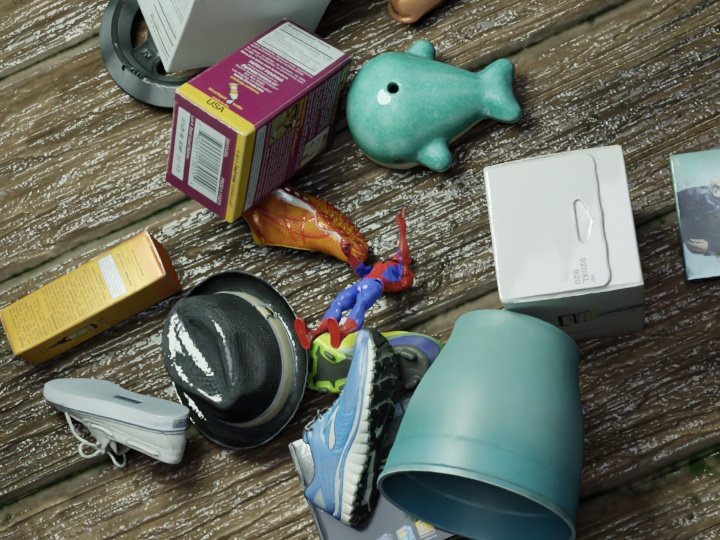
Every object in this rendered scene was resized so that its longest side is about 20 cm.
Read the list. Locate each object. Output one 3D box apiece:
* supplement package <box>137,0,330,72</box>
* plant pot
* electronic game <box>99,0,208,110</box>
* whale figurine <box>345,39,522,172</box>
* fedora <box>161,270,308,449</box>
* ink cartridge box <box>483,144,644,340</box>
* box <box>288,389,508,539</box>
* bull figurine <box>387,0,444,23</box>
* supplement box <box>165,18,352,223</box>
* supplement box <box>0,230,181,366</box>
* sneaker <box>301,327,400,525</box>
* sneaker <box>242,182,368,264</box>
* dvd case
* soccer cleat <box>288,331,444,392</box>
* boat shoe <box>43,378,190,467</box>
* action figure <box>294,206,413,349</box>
[{"bbox_3d":[-0.137,-0.352,1.606,0.189,0.200,0.149,-14,68,-29],"label":"supplement package"},{"bbox_3d":[0.134,0.150,1.415,0.197,0.201,0.190,10,65,14],"label":"plant pot"},{"bbox_3d":[-0.217,-0.287,1.721,0.197,0.042,0.203,-1,71,4],"label":"electronic game"},{"bbox_3d":[0.079,-0.192,1.603,0.197,0.104,0.161,-9,73,9],"label":"whale figurine"},{"bbox_3d":[-0.154,0.094,1.552,0.198,0.091,0.204,-5,81,30],"label":"fedora"},{"bbox_3d":[0.213,-0.020,1.478,0.142,0.200,0.149,-9,73,8],"label":"ink cartridge box"},{"bbox_3d":[0.041,0.226,1.525,0.198,0.049,0.163,-22,69,4],"label":"box"},{"bbox_3d":[0.106,-0.373,1.670,0.199,0.065,0.122,-34,67,-2],"label":"bull figurine"},{"bbox_3d":[-0.112,-0.169,1.574,0.103,0.132,0.200,32,46,18],"label":"supplement box"},{"bbox_3d":[-0.311,0.034,1.640,0.198,0.067,0.069,-30,71,1],"label":"supplement box"},{"bbox_3d":[-0.019,0.156,1.480,0.088,0.078,0.203,14,91,24],"label":"sneaker"},{"bbox_3d":[-0.077,-0.052,1.626,0.198,0.073,0.078,29,105,20],"label":"sneaker"},{"bbox_3d":[0.442,-0.068,1.540,0.197,0.022,0.148,-6,74,9],"label":"dvd case"},{"bbox_3d":[0.002,0.097,1.566,0.198,0.083,0.066,2,104,29],"label":"soccer cleat"},{"bbox_3d":[-0.274,0.178,1.590,0.200,0.074,0.087,11,103,28],"label":"boat shoe"},{"bbox_3d":[0.000,0.000,1.525,0.064,0.200,0.100,0,110,31],"label":"action figure"}]
